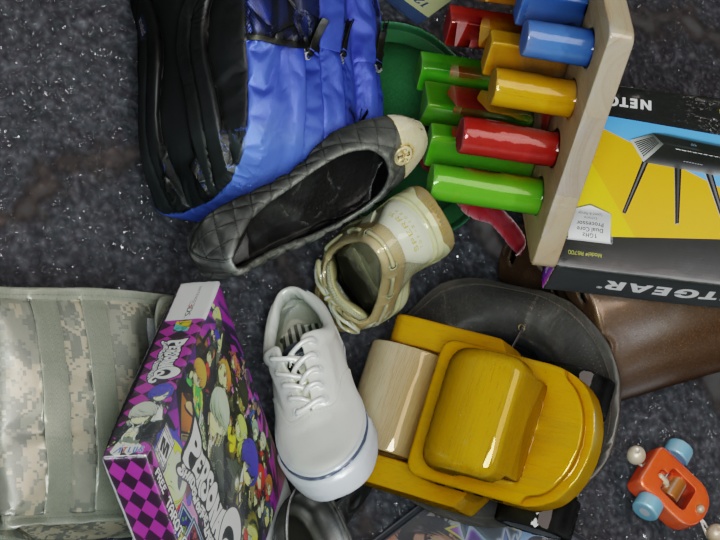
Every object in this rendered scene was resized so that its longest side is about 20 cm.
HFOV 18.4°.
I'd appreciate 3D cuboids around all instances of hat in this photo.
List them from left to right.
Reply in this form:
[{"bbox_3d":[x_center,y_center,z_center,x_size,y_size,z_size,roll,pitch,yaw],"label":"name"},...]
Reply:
[{"bbox_3d":[0.075,-0.117,1.662,0.165,0.176,0.201,-36,95,-29],"label":"hat"},{"bbox_3d":[0.104,0.106,1.656,0.081,0.199,0.202,43,50,-62],"label":"hat"}]

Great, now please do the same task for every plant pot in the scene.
[{"bbox_3d":[0.227,0.007,1.712,0.197,0.200,0.202,-20,86,-24],"label":"plant pot"}]

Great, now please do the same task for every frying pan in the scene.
[{"bbox_3d":[-0.028,0.177,1.567,0.191,0.031,0.115,-86,152,-44],"label":"frying pan"}]

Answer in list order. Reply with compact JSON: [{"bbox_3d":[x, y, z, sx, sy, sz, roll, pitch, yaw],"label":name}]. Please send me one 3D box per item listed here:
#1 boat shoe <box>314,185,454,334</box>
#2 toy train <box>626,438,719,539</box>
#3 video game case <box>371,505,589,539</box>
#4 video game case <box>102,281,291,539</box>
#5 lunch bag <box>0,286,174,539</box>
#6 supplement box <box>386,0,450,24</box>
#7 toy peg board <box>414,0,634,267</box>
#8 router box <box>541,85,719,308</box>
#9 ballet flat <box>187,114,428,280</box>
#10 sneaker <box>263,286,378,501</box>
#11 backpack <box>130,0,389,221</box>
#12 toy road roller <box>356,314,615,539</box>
[{"bbox_3d":[0.002,0.002,1.581,0.063,0.201,0.073,-31,87,-27],"label":"boat shoe"},{"bbox_3d":[0.227,0.239,1.725,0.150,0.056,0.201,39,59,-13],"label":"toy train"},{"bbox_3d":[0.078,0.239,1.590,0.200,0.180,0.026,-34,138,-30],"label":"video game case"},{"bbox_3d":[-0.102,0.140,1.465,0.182,0.036,0.201,-71,150,-53],"label":"video game case"},{"bbox_3d":[-0.176,0.099,1.510,0.199,0.117,0.165,2,78,-34],"label":"lunch bag"},{"bbox_3d":[0.076,-0.332,1.708,0.134,0.200,0.201,35,64,-14],"label":"supplement box"},{"bbox_3d":[0.105,-0.145,1.549,0.097,0.200,0.201,7,40,-10],"label":"toy peg board"},{"bbox_3d":[0.233,-0.052,1.615,0.198,0.051,0.150,6,68,-6],"label":"router box"},{"bbox_3d":[-0.028,-0.045,1.513,0.199,0.057,0.067,-32,124,-25],"label":"ballet flat"},{"bbox_3d":[-0.039,0.084,1.556,0.073,0.200,0.071,-26,121,3],"label":"sneaker"},{"bbox_3d":[-0.067,-0.131,1.601,0.167,0.162,0.202,9,72,-29],"label":"backpack"},{"bbox_3d":[0.072,0.101,1.542,0.146,0.199,0.124,35,71,-62],"label":"toy road roller"}]
